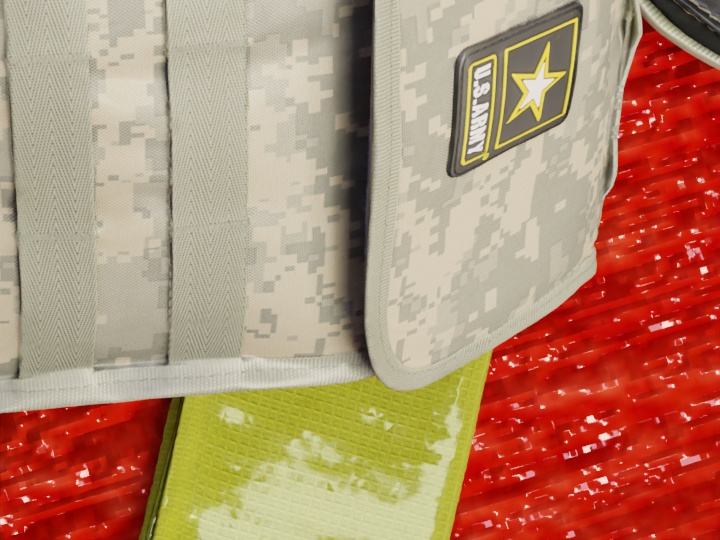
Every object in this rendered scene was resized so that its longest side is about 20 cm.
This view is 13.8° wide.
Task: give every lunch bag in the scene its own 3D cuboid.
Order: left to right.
[{"bbox_3d":[-0.023,-0.059,0.743,0.200,0.164,0.118,-4,35,-9],"label":"lunch bag"}]

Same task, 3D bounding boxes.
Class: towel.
[{"bbox_3d":[0.000,0.000,0.833,0.086,0.018,0.200,14,78,0],"label":"towel"}]

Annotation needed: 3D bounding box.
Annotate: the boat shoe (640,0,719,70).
[{"bbox_3d":[0.167,-0.070,0.789,0.199,0.066,0.075,20,90,6],"label":"boat shoe"}]
